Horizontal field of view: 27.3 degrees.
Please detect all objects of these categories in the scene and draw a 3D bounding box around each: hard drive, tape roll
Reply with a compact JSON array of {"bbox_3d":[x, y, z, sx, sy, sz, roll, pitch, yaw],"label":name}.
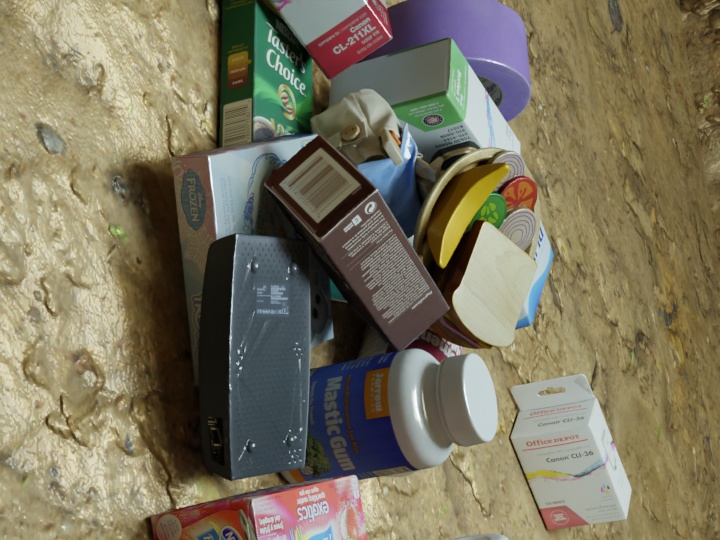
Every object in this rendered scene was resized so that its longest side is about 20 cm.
[{"bbox_3d":[-0.089,0.071,1.262,0.135,0.042,0.202,3,88,-63],"label":"hard drive"},{"bbox_3d":[0.098,-0.235,1.736,0.200,0.199,0.086,35,47,-56],"label":"tape roll"}]

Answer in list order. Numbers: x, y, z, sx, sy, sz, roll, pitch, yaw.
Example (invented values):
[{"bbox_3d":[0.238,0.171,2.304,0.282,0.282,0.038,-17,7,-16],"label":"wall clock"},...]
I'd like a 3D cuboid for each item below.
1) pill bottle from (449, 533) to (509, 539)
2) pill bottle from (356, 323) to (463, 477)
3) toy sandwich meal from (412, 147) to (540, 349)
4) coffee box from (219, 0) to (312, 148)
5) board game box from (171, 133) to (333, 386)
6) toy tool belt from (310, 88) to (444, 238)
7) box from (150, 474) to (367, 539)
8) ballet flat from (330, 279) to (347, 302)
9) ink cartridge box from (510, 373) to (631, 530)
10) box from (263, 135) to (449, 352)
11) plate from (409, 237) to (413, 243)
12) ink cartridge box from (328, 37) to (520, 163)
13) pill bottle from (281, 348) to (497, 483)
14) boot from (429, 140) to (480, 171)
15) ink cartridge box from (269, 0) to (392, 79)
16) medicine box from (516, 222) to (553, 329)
[{"bbox_3d":[0.130,0.395,1.605,0.111,0.110,0.201,-13,91,-66],"label":"pill bottle"},{"bbox_3d":[0.045,0.114,1.559,0.110,0.109,0.201,61,28,-31],"label":"pill bottle"},{"bbox_3d":[0.129,-0.023,1.493,0.204,0.070,0.207,-15,113,-40],"label":"toy sandwich meal"},{"bbox_3d":[-0.092,-0.175,1.480,0.123,0.044,0.201,38,45,-54],"label":"coffee box"},{"bbox_3d":[-0.093,-0.015,1.348,0.199,0.043,0.202,-21,109,-63],"label":"board game box"},{"bbox_3d":[0.027,-0.080,1.510,0.123,0.125,0.201,42,-17,44],"label":"toy tool belt"},{"bbox_3d":[-0.078,0.233,1.244,0.200,0.099,0.096,4,75,-66],"label":"box"},{"bbox_3d":[0.000,0.000,1.524,0.199,0.069,0.070,22,52,-21],"label":"ballet flat"},{"bbox_3d":[0.277,0.244,1.992,0.201,0.116,0.068,66,27,-22],"label":"ink cartridge box"},{"bbox_3d":[-0.001,-0.021,1.358,0.100,0.075,0.200,45,-5,40],"label":"box"},{"bbox_3d":[0.010,-0.082,1.672,0.200,0.032,0.201,49,36,-46],"label":"plate"},{"bbox_3d":[0.074,-0.147,1.629,0.200,0.144,0.084,48,37,-47],"label":"ink cartridge box"},{"bbox_3d":[0.021,0.135,1.386,0.112,0.199,0.113,41,42,-52],"label":"pill bottle"},{"bbox_3d":[0.125,-0.029,1.587,0.200,0.077,0.139,74,1,-53],"label":"boot"},{"bbox_3d":[-0.059,-0.315,1.496,0.200,0.083,0.146,51,17,-29],"label":"ink cartridge box"},{"bbox_3d":[0.156,-0.048,1.889,0.201,0.102,0.182,65,27,-23],"label":"medicine box"}]
